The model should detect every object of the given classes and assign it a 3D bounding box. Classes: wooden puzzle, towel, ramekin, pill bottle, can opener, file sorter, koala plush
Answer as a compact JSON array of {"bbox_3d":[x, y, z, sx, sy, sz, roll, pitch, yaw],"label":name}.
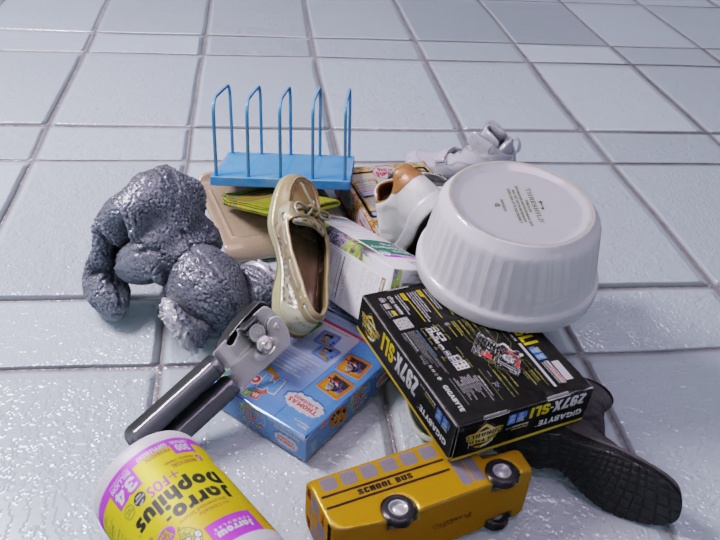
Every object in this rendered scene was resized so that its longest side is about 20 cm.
[{"bbox_3d":[-0.129,-0.085,1.137,0.183,0.038,0.201,-9,42,-20],"label":"wooden puzzle"},{"bbox_3d":[-0.111,-0.094,1.039,0.085,0.018,0.199,-18,18,-28],"label":"towel"},{"bbox_3d":[0.162,-0.036,0.832,0.199,0.095,0.204,3,39,-2],"label":"ramekin"},{"bbox_3d":[-0.123,0.226,0.624,0.104,0.105,0.199,-25,44,-36],"label":"pill bottle"},{"bbox_3d":[-0.151,0.113,0.790,0.200,0.053,0.066,-45,22,-26],"label":"can opener"},{"bbox_3d":[-0.108,-0.197,1.127,0.197,0.124,0.139,2,23,1],"label":"file sorter"},{"bbox_3d":[-0.199,0.003,0.895,0.176,0.185,0.200,-24,56,-38],"label":"koala plush"}]

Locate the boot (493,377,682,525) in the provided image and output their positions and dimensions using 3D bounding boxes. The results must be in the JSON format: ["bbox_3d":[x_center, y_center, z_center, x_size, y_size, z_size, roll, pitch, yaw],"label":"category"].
[{"bbox_3d":[0.240,0.163,0.795,0.198,0.071,0.131,26,35,21],"label":"boot"}]

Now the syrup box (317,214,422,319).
[{"bbox_3d":[0.000,0.000,0.943,0.078,0.083,0.199,3,18,-39],"label":"syrup box"}]

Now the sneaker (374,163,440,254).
[{"bbox_3d":[0.052,-0.068,0.982,0.072,0.200,0.085,-33,76,-24],"label":"sneaker"}]

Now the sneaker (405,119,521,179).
[{"bbox_3d":[0.165,-0.186,1.240,0.198,0.116,0.075,23,38,25],"label":"sneaker"}]

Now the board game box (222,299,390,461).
[{"bbox_3d":[-0.056,0.105,0.864,0.150,0.037,0.199,25,39,27],"label":"board game box"}]

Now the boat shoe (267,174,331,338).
[{"bbox_3d":[-0.061,-0.026,0.890,0.073,0.062,0.203,13,61,-36],"label":"boat shoe"}]

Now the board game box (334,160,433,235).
[{"bbox_3d":[0.060,-0.093,1.154,0.149,0.047,0.201,-7,37,-16],"label":"board game box"}]

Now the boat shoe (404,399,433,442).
[{"bbox_3d":[0.096,0.101,0.863,0.073,0.067,0.200,14,36,11],"label":"boat shoe"}]

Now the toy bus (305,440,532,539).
[{"bbox_3d":[0.055,0.207,0.708,0.197,0.066,0.078,-13,36,-22],"label":"toy bus"}]

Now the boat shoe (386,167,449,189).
[{"bbox_3d":[0.128,-0.102,1.072,0.197,0.073,0.068,9,41,8],"label":"boat shoe"}]

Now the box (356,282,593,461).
[{"bbox_3d":[0.108,0.085,0.787,0.158,0.050,0.200,-9,39,-26],"label":"box"}]
